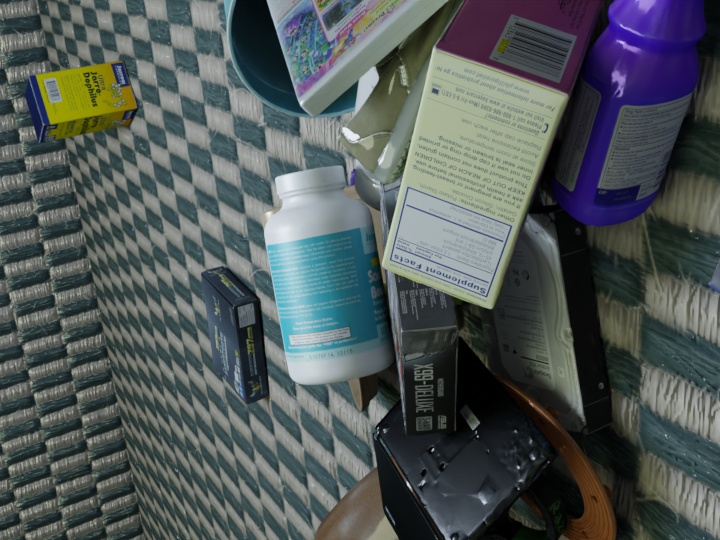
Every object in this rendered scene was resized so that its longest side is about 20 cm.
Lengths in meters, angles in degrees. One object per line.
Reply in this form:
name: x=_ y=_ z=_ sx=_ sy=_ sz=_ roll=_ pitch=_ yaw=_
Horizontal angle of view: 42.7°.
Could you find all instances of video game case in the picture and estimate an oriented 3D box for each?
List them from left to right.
video game case: x=0.012 y=-0.242 z=0.742 sx=0.199 sy=0.024 sz=0.184 roll=-38 pitch=43 yaw=18

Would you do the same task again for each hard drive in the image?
hard drive: x=0.161 y=0.040 z=0.856 sx=0.139 sy=0.037 sz=0.204 roll=10 pitch=113 yaw=62

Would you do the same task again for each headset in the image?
headset: x=0.125 y=0.205 z=0.937 sx=0.198 sy=0.094 sz=0.125 roll=21 pitch=140 yaw=35

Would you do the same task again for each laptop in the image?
laptop: x=0.093 y=0.202 z=0.865 sx=0.200 sy=0.103 sz=0.178 roll=-48 pitch=39 yaw=8

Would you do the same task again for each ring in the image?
ring: x=0.171 y=0.179 z=0.880 sx=0.201 sy=0.019 sz=0.202 roll=48 pitch=159 yaw=25

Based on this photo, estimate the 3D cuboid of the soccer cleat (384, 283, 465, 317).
soccer cleat: x=0.026 y=0.039 z=0.975 sx=0.084 sy=0.198 sz=0.065 roll=52 pitch=-158 yaw=-21

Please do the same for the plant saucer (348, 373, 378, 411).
plant saucer: x=-0.011 y=0.076 z=1.163 sx=0.200 sy=0.029 sz=0.204 roll=168 pitch=90 yaw=-84

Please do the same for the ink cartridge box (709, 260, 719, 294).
ink cartridge box: x=0.287 y=-0.010 z=0.579 sx=0.100 sy=0.039 sz=0.202 roll=50 pitch=145 yaw=39

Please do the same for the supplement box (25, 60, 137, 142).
supplement box: x=-0.584 y=-0.353 z=1.924 sx=0.109 sy=0.197 sz=0.111 roll=-28 pitch=80 yaw=63

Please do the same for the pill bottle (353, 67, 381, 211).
pill bottle: x=0.050 y=-0.159 z=0.876 sx=0.114 sy=0.112 sz=0.202 roll=51 pitch=146 yaw=38

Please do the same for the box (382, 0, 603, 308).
box: x=0.103 y=-0.110 z=0.711 sx=0.095 sy=0.177 sz=0.202 roll=21 pitch=134 yaw=8

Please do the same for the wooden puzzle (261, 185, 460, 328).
wooden puzzle: x=0.000 y=0.000 z=1.034 sx=0.037 sy=0.197 sz=0.188 roll=-34 pitch=-71 yaw=-71

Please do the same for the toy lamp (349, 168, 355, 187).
toy lamp: x=0.020 y=-0.021 z=1.080 sx=0.058 sy=0.057 sz=0.203 roll=22 pitch=124 yaw=58

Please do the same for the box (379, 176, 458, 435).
box: x=0.050 y=0.020 z=0.835 sx=0.159 sy=0.049 sz=0.202 roll=85 pitch=180 yaw=-49

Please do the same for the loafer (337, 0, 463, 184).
loafer: x=0.038 y=-0.173 z=0.738 sx=0.203 sy=0.069 sz=0.075 roll=-66 pitch=-8 yaw=6

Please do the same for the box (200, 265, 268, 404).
box: x=-0.226 y=0.114 z=1.645 sx=0.157 sy=0.050 sz=0.203 roll=37 pitch=136 yaw=52

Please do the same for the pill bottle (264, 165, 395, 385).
pill bottle: x=-0.033 y=0.003 z=0.908 sx=0.110 sy=0.109 sz=0.204 roll=-2 pitch=99 yaw=63

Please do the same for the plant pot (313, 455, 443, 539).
plant pot: x=0.062 y=0.290 z=1.065 sx=0.188 sy=0.185 sz=0.202 roll=55 pitch=135 yaw=33

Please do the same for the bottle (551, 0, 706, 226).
bottle: x=0.193 y=-0.129 z=0.645 sx=0.065 sy=0.082 sz=0.202 roll=50 pitch=146 yaw=40

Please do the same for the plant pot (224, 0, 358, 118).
plant pot: x=-0.051 y=-0.293 z=0.938 sx=0.189 sy=0.196 sz=0.202 roll=-111 pitch=22 yaw=-45
